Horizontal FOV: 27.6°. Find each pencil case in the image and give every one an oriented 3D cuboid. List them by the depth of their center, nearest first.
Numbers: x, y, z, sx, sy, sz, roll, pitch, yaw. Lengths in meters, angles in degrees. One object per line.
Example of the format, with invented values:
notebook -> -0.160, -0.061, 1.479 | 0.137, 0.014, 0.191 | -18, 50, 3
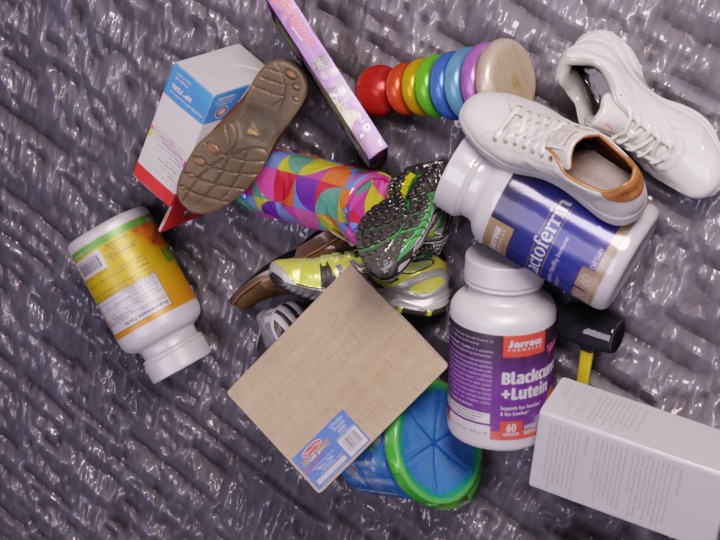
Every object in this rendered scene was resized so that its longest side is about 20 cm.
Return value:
pencil case -> -0.052, -0.083, 1.604 | 0.200, 0.088, 0.089 | 20, 119, 42

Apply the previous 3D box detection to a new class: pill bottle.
pill bottle -> 0.179, -0.057, 1.432 | 0.200, 0.116, 0.116 | 30, 123, 13
pill bottle -> 0.147, 0.076, 1.525 | 0.111, 0.111, 0.201 | 14, 116, 31
pill bottle -> -0.266, 0.032, 1.806 | 0.111, 0.111, 0.200 | -28, 91, 39

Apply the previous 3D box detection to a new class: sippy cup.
sippy cup -> 0.045, 0.197, 1.641 | 0.130, 0.139, 0.179 | -14, 92, 47

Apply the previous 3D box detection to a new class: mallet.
mallet -> 0.223, 0.123, 1.541 | 0.066, 0.041, 0.201 | 27, 125, 23

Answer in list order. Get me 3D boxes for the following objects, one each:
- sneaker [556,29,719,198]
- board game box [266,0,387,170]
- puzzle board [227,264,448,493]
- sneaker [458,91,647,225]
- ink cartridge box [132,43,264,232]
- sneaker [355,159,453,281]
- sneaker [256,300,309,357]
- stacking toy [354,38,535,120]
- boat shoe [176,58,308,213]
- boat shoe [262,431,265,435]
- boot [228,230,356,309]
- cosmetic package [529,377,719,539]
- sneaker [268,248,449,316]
sneaker -> 0.253, -0.135, 1.372 | 0.200, 0.099, 0.078 | 45, 128, 13
board game box -> -0.034, -0.200, 1.549 | 0.032, 0.120, 0.200 | -32, 88, 4
puzzle board -> -0.026, 0.116, 1.563 | 0.151, 0.017, 0.200 | 46, 102, 9
sneaker -> 0.177, -0.121, 1.347 | 0.200, 0.073, 0.085 | 30, 166, 20
ink cartridge box -> -0.184, -0.150, 1.670 | 0.067, 0.116, 0.200 | 40, 126, 18
sneaker -> 0.058, -0.040, 1.495 | 0.078, 0.200, 0.085 | -13, 111, 27
sneaker -> -0.057, 0.121, 1.730 | 0.115, 0.075, 0.200 | -4, 120, 61
stacking toy -> 0.077, -0.186, 1.500 | 0.200, 0.085, 0.086 | 1, 109, 42
boat shoe -> -0.123, -0.144, 1.598 | 0.072, 0.068, 0.200 | 39, 102, -1
boat shoe -> -0.043, 0.105, 1.638 | 0.064, 0.200, 0.071 | 50, 164, 2
boot -> -0.072, 0.013, 1.690 | 0.200, 0.074, 0.076 | -29, 100, 37
cosmetic package -> 0.279, 0.194, 1.483 | 0.199, 0.071, 0.102 | 19, 126, 21
sneaker -> 0.000, 0.000, 1.603 | 0.199, 0.075, 0.077 | 6, 99, -2
